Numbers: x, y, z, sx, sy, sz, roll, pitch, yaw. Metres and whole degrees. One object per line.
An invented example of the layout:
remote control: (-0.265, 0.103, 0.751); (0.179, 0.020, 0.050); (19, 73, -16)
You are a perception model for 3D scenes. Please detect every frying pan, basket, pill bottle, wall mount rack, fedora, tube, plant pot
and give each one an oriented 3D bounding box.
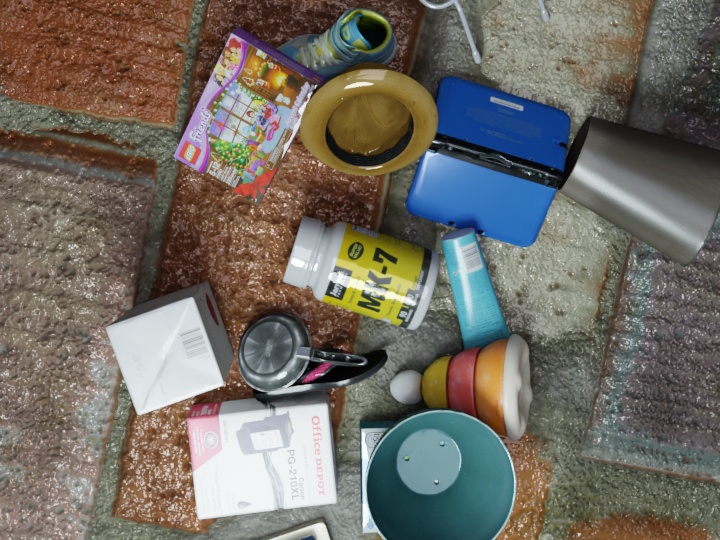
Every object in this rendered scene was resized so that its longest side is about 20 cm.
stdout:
frying pan: (-0.095, 0.127, 1.449); (0.189, 0.031, 0.116); (27, 81, 29)
basket: (0.387, -0.125, 1.453); (0.198, 0.136, 0.182); (23, 66, 0)
pill bottle: (0.000, 0.000, 1.448); (0.198, 0.114, 0.116); (17, 94, -5)
wall mount rack: (0.175, -0.398, 1.448); (0.199, 0.075, 0.175); (-31, 93, 0)
fedora: (0.011, -0.214, 1.408); (0.198, 0.202, 0.083); (1, 54, -4)
tube: (0.165, 0.042, 1.498); (0.077, 0.050, 0.202); (-14, 102, 10)
plant pot: (0.100, 0.276, 1.420); (0.197, 0.135, 0.203); (0, 94, -4)

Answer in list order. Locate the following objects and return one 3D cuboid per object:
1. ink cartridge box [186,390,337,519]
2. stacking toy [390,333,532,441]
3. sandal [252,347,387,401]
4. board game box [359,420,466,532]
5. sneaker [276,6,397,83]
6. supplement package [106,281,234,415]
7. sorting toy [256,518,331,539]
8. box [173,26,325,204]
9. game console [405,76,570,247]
ink cartridge box: (-0.135, 0.257, 1.476); (0.197, 0.084, 0.147); (-6, 96, -3)
stacking toy: (0.137, 0.161, 1.475); (0.198, 0.146, 0.148); (1, 95, 17)
sandal: (-0.059, 0.138, 1.475); (0.198, 0.075, 0.046); (-13, 104, 0)
board game box: (0.098, 0.294, 1.513); (0.197, 0.047, 0.153); (-1, 95, -3)
sneaker: (-0.045, -0.299, 1.407); (0.198, 0.131, 0.080); (-19, 88, -2)
supplement package: (-0.246, 0.097, 1.397); (0.119, 0.200, 0.123); (-20, 96, -1)
sorting toy: (-0.115, 0.490, 1.505); (0.198, 0.070, 0.201); (-18, 96, -2)
box: (-0.152, -0.206, 1.419); (0.136, 0.039, 0.201); (29, 117, -4)
game console: (0.181, -0.155, 1.494); (0.198, 0.119, 0.172); (16, 63, -5)
